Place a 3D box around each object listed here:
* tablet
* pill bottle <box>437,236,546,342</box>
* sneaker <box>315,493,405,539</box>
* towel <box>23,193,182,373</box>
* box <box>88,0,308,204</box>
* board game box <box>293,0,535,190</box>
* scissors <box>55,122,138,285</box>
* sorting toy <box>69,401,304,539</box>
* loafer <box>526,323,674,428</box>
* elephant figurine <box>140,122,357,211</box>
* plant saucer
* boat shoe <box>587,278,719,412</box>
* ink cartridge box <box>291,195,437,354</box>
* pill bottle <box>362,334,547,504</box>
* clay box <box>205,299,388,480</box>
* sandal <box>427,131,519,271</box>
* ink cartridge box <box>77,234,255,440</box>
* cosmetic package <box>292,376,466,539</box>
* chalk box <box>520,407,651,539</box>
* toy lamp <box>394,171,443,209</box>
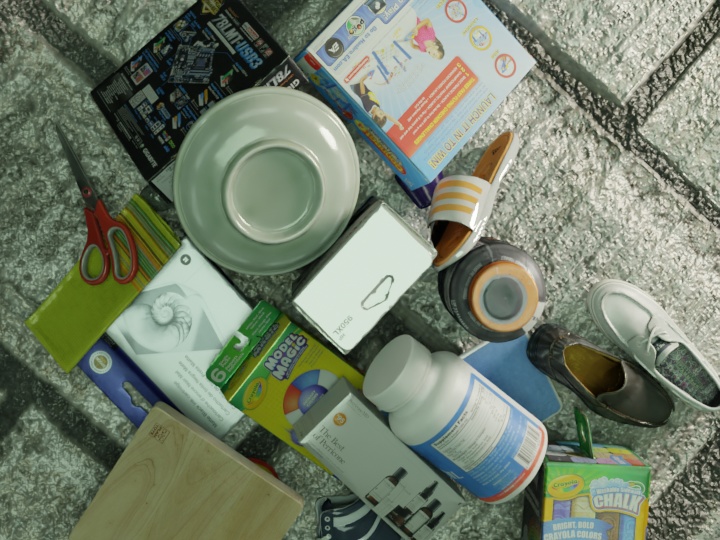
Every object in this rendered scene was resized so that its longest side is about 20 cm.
[{"bbox_3d":[0.126,0.158,1.622,0.199,0.014,0.131,-31,111,-5],"label":"tablet"},{"bbox_3d":[0.144,0.021,1.539,0.105,0.200,0.108,0,95,-2],"label":"pill bottle"},{"bbox_3d":[-0.050,0.335,1.619,0.199,0.070,0.109,-35,100,-6],"label":"sneaker"},{"bbox_3d":[-0.289,0.014,1.581,0.200,0.018,0.086,-48,67,7],"label":"towel"},{"bbox_3d":[-0.178,-0.197,1.521,0.198,0.200,0.050,-40,135,0],"label":"box"},{"bbox_3d":[0.060,-0.229,1.549,0.196,0.056,0.200,46,71,-10],"label":"board game box"},{"bbox_3d":[-0.294,-0.079,1.580,0.072,0.014,0.203,-15,79,19],"label":"scissors"},{"bbox_3d":[-0.191,0.269,1.592,0.198,0.070,0.201,34,108,-4],"label":"sorting toy"},{"bbox_3d":[0.282,0.129,1.607,0.198,0.072,0.073,26,89,-18],"label":"loafer"},{"bbox_3d":[-0.128,-0.114,1.562,0.199,0.142,0.156,31,63,11],"label":"elephant figurine"},{"bbox_3d":[-0.092,-0.085,1.448,0.197,0.050,0.203,-4,109,-13],"label":"plant saucer"},{"bbox_3d":[0.341,0.089,1.618,0.072,0.069,0.200,-40,95,1],"label":"boat shoe"},{"bbox_3d":[0.000,0.000,1.531,0.084,0.200,0.145,42,91,-5],"label":"ink cartridge box"},{"bbox_3d":[0.101,0.159,1.549,0.199,0.112,0.113,38,92,-20],"label":"pill bottle"},{"bbox_3d":[-0.066,0.134,1.585,0.199,0.048,0.115,38,92,-26],"label":"clay box"},{"bbox_3d":[0.111,-0.087,1.557,0.059,0.079,0.208,38,54,-16],"label":"sandal"},{"bbox_3d":[-0.202,0.098,1.611,0.200,0.041,0.200,-44,95,2],"label":"ink cartridge box"},{"bbox_3d":[0.023,0.217,1.578,0.083,0.051,0.200,-45,111,3],"label":"cosmetic package"},{"bbox_3d":[0.254,0.260,1.600,0.122,0.124,0.203,4,95,-3],"label":"chalk box"},{"bbox_3d":[0.039,-0.166,1.594,0.058,0.058,0.202,-26,92,0],"label":"toy lamp"}]
